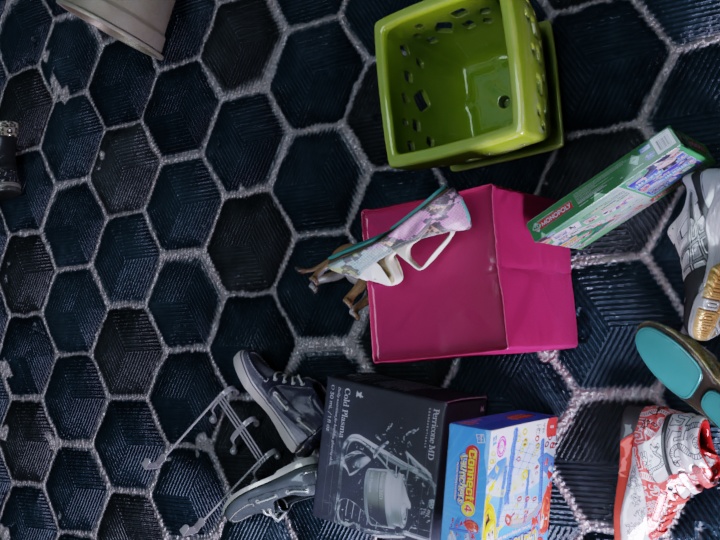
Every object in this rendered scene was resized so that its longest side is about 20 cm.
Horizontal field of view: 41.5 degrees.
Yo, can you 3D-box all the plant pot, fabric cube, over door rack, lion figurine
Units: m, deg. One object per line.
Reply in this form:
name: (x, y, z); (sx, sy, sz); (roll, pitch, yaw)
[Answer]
plant pot: (0.152, -0.233, 1.221); (0.198, 0.181, 0.202); (-10, 81, 35)
plant pot: (-0.392, -0.494, 1.643); (0.200, 0.200, 0.184); (30, 93, 33)
fabric cube: (0.139, 0.010, 1.206); (0.195, 0.199, 0.202); (-8, 83, 36)
over door rack: (-0.236, 0.305, 1.534); (0.200, 0.067, 0.148); (-42, 63, 4)
lion figurine: (0.000, 0.000, 1.385); (0.123, 0.073, 0.200); (-46, 49, -13)

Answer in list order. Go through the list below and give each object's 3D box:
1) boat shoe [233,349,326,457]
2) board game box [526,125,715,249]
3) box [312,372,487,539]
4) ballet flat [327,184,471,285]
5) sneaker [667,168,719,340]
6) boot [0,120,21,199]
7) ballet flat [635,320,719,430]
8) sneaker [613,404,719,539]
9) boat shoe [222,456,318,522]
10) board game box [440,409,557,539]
boat shoe: (-0.109, 0.181, 1.463); (0.093, 0.075, 0.200); (-45, 71, 18)
board game box: (0.309, -0.092, 1.128); (0.200, 0.134, 0.029); (-36, 68, 28)
box: (0.053, 0.256, 1.304); (0.196, 0.124, 0.202); (7, 92, 34)
ballet flat: (0.046, -0.026, 1.121); (0.199, 0.069, 0.071); (-31, 90, 31)
sneaker: (0.399, -0.021, 1.107); (0.087, 0.075, 0.201); (12, 90, 49)
boot: (-0.778, -0.223, 1.967); (0.202, 0.073, 0.155); (-4, 83, 29)
ballet flat: (0.402, 0.129, 1.090); (0.200, 0.070, 0.071); (47, 114, 30)
sneaker: (0.360, 0.262, 1.112); (0.107, 0.067, 0.203); (0, 85, 38)
boat shoe: (-0.134, 0.353, 1.465); (0.199, 0.073, 0.062); (-33, 65, 24)
board game box: (0.171, 0.280, 1.167); (0.056, 0.200, 0.197); (5, 91, 34)
